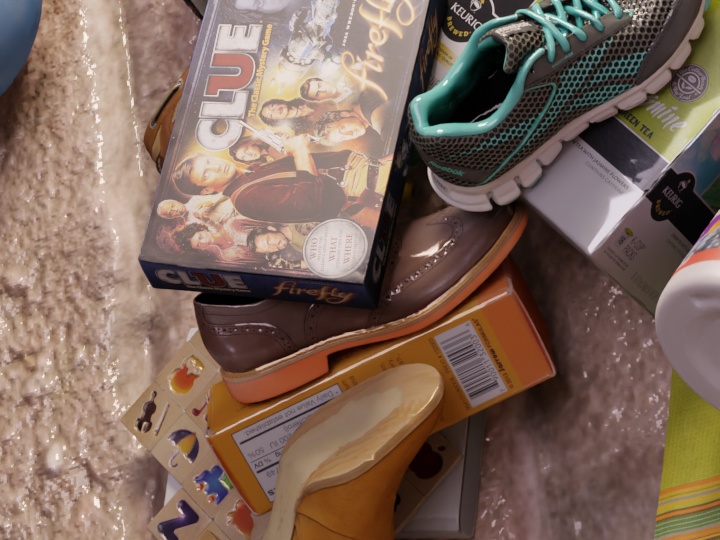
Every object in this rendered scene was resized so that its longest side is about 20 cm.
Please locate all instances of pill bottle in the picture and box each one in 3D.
[{"bbox_3d":[0.252,-0.018,1.573,0.111,0.112,0.200,15,49,30],"label":"pill bottle"}]

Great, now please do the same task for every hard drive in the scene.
[{"bbox_3d":[-0.021,0.097,1.751,0.199,0.026,0.132,-3,70,26],"label":"hard drive"}]

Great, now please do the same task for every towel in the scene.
[{"bbox_3d":[0.200,0.090,1.601,0.086,0.018,0.200,-22,43,37],"label":"towel"}]

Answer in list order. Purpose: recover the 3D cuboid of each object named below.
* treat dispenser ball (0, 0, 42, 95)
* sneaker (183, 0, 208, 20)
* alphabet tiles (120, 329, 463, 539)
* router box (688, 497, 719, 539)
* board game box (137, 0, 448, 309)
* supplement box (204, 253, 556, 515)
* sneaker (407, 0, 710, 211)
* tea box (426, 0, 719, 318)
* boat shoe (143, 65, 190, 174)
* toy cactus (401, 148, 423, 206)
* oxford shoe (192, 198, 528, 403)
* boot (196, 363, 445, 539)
[{"bbox_3d":[-0.309,-0.185,1.901,0.200,0.201,0.202,-10,67,23],"label":"treat dispenser ball"},{"bbox_3d":[-0.110,-0.257,1.895,0.106,0.075,0.200,-35,60,0],"label":"sneaker"},{"bbox_3d":[-0.055,0.114,1.742,0.167,0.008,0.200,-49,57,3],"label":"alphabet tiles"},{"bbox_3d":[0.271,0.172,1.560,0.179,0.049,0.200,38,91,32],"label":"router box"},{"bbox_3d":[-0.037,-0.080,1.636,0.135,0.035,0.201,5,65,17],"label":"board game box"},{"bbox_3d":[0.010,0.065,1.674,0.200,0.069,0.067,-24,22,9],"label":"supplement box"},{"bbox_3d":[0.106,-0.116,1.572,0.200,0.091,0.078,-44,60,5],"label":"sneaker"},{"bbox_3d":[0.156,-0.116,1.680,0.197,0.134,0.200,-48,58,4],"label":"tea box"},{"bbox_3d":[-0.069,-0.139,1.838,0.074,0.076,0.200,39,90,35],"label":"boat shoe"},{"bbox_3d":[-0.048,-0.042,1.755,0.102,0.200,0.165,49,138,1],"label":"toy cactus"},{"bbox_3d":[0.000,0.000,1.640,0.200,0.073,0.071,-29,23,0],"label":"oxford shoe"},{"bbox_3d":[0.003,0.158,1.650,0.201,0.144,0.071,-42,31,4],"label":"boot"}]
